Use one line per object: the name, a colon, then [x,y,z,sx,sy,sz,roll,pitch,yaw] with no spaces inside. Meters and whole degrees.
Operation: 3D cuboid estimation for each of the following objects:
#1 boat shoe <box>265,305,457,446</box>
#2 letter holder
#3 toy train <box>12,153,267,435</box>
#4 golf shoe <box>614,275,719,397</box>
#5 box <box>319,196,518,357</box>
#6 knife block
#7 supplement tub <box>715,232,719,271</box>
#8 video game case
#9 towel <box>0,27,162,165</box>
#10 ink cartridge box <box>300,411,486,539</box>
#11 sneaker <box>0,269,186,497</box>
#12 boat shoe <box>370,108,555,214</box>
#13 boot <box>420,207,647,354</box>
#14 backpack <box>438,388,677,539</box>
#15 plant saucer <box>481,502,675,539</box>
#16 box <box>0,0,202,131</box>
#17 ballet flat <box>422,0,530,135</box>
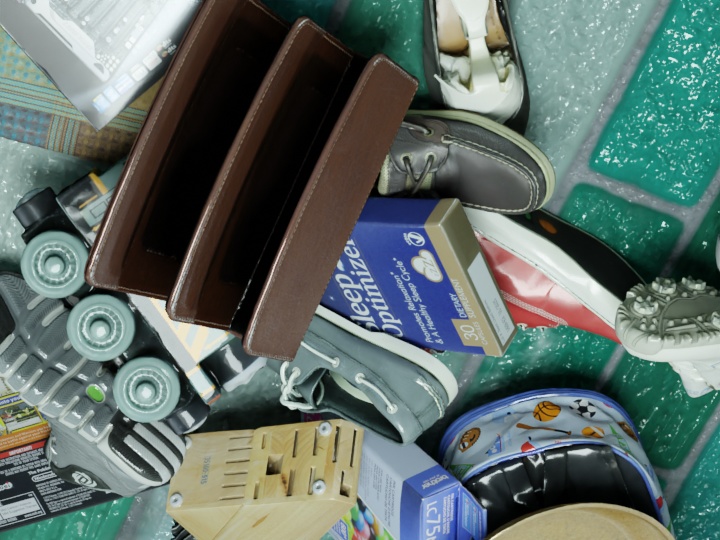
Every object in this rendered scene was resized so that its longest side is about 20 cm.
boat shoe: [-0.031,0.068,1.067,0.199,0.062,0.073,19,147,27]
letter holder: [-0.066,-0.059,0.926,0.100,0.142,0.201,25,92,20]
toy train: [-0.150,0.014,1.042,0.114,0.085,0.200,-35,99,0]
golf shoe: [0.244,0.054,1.058,0.199,0.078,0.098,-7,123,-42]
box: [0.000,0.000,1.040,0.199,0.032,0.121,6,137,38]
knife block: [-0.063,0.187,1.155,0.199,0.064,0.176,-9,145,22]
supplement tub: [0.331,-0.069,1.002,0.145,0.146,0.201,10,120,-6]
video game case: [-0.244,0.110,1.173,0.199,0.026,0.181,-17,119,10]
towel: [-0.173,-0.165,1.018,0.146,0.022,0.201,15,120,-9]
ink cartridge box: [0.021,0.176,1.120,0.042,0.200,0.120,-20,125,-30]
sneaker: [-0.228,0.097,1.113,0.200,0.075,0.115,47,140,-3]
boat shoe: [0.029,-0.072,1.007,0.199,0.065,0.073,17,132,21]
boot: [0.111,0.031,1.105,0.200,0.072,0.145,30,116,-7]
backpack: [0.146,0.179,1.142,0.199,0.154,0.191,-16,128,2]
plant saucer: [0.131,0.235,1.060,0.199,0.035,0.201,-8,121,-14]
box: [-0.142,-0.212,0.945,0.200,0.050,0.158,-37,109,11]
ballet flat: [0.071,-0.151,0.998,0.068,0.068,0.201,-13,119,5]
